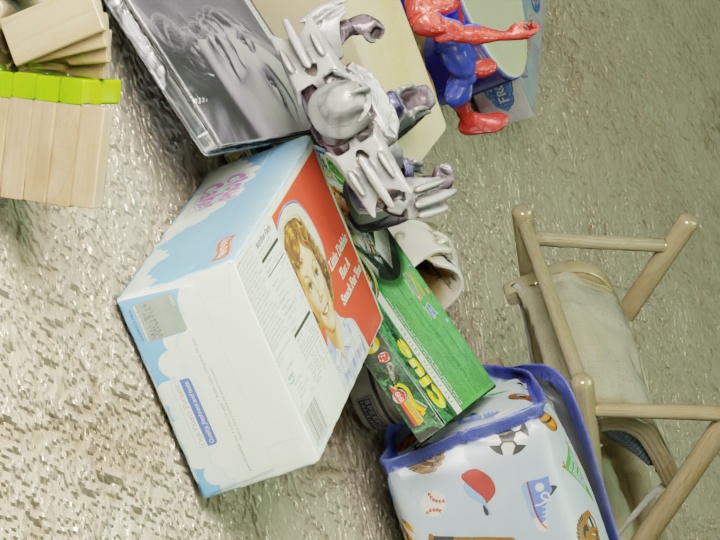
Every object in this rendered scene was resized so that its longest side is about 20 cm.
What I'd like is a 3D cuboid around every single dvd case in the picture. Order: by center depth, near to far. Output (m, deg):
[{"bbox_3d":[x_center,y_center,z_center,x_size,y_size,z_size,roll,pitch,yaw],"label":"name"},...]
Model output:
[{"bbox_3d":[-0.086,-0.132,1.604,0.149,0.016,0.200,57,16,4],"label":"dvd case"}]

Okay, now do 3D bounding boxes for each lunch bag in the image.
[{"bbox_3d":[0.090,0.152,1.795,0.200,0.124,0.170,-92,164,-84],"label":"lunch bag"}]

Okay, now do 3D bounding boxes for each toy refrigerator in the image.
[{"bbox_3d":[-0.023,-0.153,1.748,0.070,0.076,0.200,-52,128,-49],"label":"toy refrigerator"}]

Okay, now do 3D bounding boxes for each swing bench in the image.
[{"bbox_3d":[0.161,0.094,1.966,0.199,0.130,0.200,-104,-159,-53],"label":"swing bench"}]

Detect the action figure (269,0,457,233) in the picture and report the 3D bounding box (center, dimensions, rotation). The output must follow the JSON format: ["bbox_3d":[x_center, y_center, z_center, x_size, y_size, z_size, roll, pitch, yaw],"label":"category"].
[{"bbox_3d":[0.006,-0.080,1.608,0.200,0.069,0.130,47,24,-79],"label":"action figure"}]

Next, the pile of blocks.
[{"bbox_3d":[-0.149,-0.122,1.348,0.062,0.082,0.200,-14,87,-73],"label":"pile of blocks"}]

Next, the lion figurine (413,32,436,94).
[{"bbox_3d":[0.012,-0.136,1.882,0.200,0.072,0.123,52,12,-34],"label":"lion figurine"}]

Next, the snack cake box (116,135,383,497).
[{"bbox_3d":[-0.053,0.020,1.545,0.200,0.067,0.115,-62,131,-67],"label":"snack cake box"}]

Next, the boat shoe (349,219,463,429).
[{"bbox_3d":[0.030,0.007,1.816,0.200,0.070,0.071,-89,156,-45],"label":"boat shoe"}]

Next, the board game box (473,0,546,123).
[{"bbox_3d":[0.085,-0.240,2.280,0.200,0.041,0.200,-78,146,-59],"label":"board game box"}]

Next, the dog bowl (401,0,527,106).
[{"bbox_3d":[0.044,-0.215,2.061,0.200,0.079,0.200,-17,90,-74],"label":"dog bowl"}]

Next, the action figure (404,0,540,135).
[{"bbox_3d":[0.081,-0.160,1.890,0.200,0.099,0.065,53,22,-64],"label":"action figure"}]

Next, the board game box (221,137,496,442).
[{"bbox_3d":[0.000,0.000,1.698,0.200,0.023,0.105,56,20,3],"label":"board game box"}]
